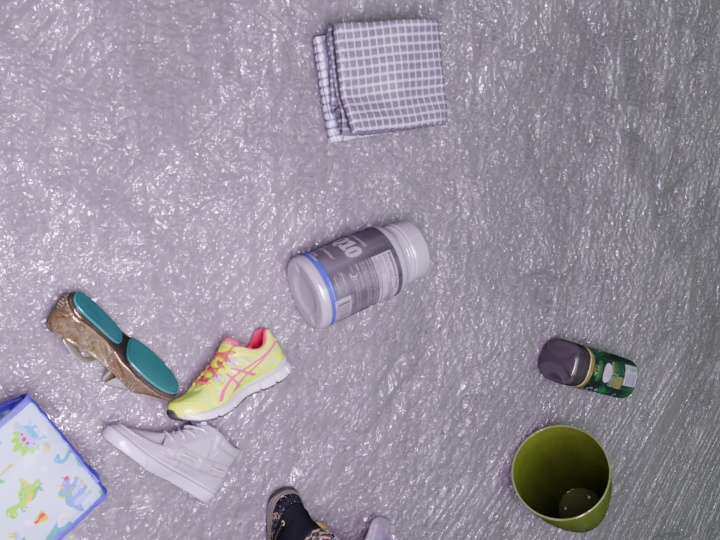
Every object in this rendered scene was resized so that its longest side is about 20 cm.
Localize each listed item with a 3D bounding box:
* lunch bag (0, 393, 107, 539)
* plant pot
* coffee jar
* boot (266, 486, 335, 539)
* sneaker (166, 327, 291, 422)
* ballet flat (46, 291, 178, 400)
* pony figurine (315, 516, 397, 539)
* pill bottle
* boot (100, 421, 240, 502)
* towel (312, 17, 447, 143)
[{"bbox_3d":[-0.432,0.263,0.787,0.199,0.127,0.171,-33,114,-12],"label":"lunch bag"},{"bbox_3d":[0.417,0.438,1.325,0.187,0.187,0.200,-49,134,-14],"label":"plant pot"},{"bbox_3d":[0.453,0.196,1.328,0.199,0.104,0.086,17,87,-32],"label":"coffee jar"},{"bbox_3d":[-0.090,0.455,1.014,0.073,0.153,0.205,-6,102,-30],"label":"boot"},{"bbox_3d":[-0.192,0.143,0.940,0.199,0.078,0.091,-28,108,-43],"label":"sneaker"},{"bbox_3d":[-0.325,0.110,0.870,0.065,0.071,0.200,-34,115,9],"label":"ballet flat"},{"bbox_3d":[0.013,0.483,1.083,0.167,0.199,0.193,-56,137,-18],"label":"pony figurine"},{"bbox_3d":[0.000,0.000,1.009,0.199,0.114,0.115,-23,110,-26],"label":"pill bottle"},{"bbox_3d":[-0.258,0.239,0.929,0.200,0.073,0.096,47,68,-37],"label":"boot"},{"bbox_3d":[0.037,-0.287,0.995,0.199,0.085,0.167,-15,106,-28],"label":"towel"}]
